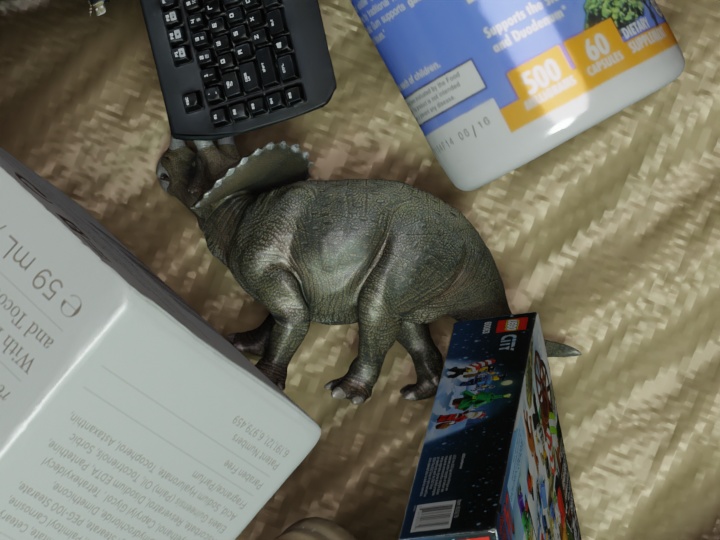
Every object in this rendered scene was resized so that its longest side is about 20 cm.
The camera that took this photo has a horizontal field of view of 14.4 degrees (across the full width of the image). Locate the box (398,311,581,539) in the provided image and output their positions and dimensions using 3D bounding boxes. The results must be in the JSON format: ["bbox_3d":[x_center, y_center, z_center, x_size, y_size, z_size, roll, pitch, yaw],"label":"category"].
[{"bbox_3d":[0.057,0.118,1.121,0.038,0.200,0.137,-8,111,11],"label":"box"}]

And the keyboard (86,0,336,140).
[{"bbox_3d":[-0.081,-0.150,1.186,0.104,0.040,0.201,-18,75,14],"label":"keyboard"}]

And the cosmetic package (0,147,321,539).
[{"bbox_3d":[-0.160,0.068,1.120,0.167,0.166,0.200,40,90,33],"label":"cosmetic package"}]

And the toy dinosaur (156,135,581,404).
[{"bbox_3d":[0.000,0.000,1.199,0.199,0.077,0.103,15,103,3],"label":"toy dinosaur"}]

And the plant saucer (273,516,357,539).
[{"bbox_3d":[-0.015,0.199,1.138,0.029,0.200,0.201,-6,90,-22],"label":"plant saucer"}]

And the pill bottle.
[{"bbox_3d":[0.041,-0.144,1.181,0.112,0.112,0.200,-29,91,-1],"label":"pill bottle"}]
